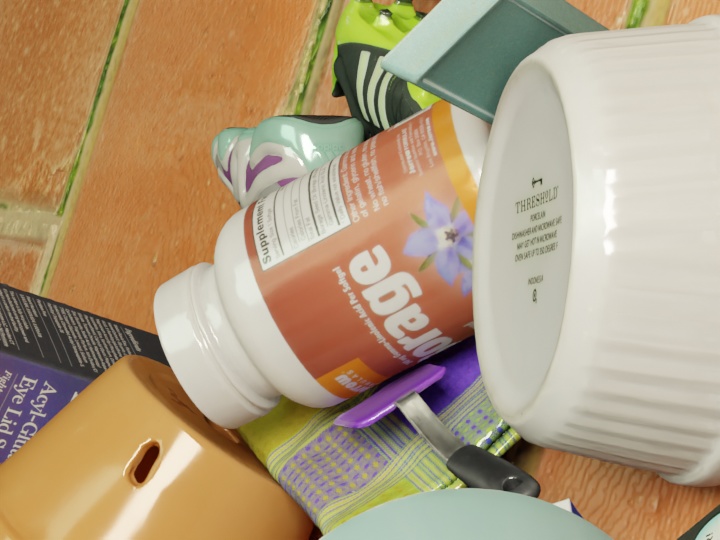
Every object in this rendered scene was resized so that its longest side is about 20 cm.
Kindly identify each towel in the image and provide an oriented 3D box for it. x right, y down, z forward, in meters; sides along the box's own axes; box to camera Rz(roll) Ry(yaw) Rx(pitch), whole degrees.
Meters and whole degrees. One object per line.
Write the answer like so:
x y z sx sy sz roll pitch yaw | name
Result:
0.011 0.065 1.080 0.143 0.023 0.200 -40 29 -3 | towel

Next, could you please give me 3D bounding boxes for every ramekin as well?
0.112 -0.010 0.888 0.202 0.094 0.204 -177 90 -78 | ramekin

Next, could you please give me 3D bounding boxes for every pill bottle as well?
0.000 0.000 1.047 0.199 0.112 0.113 -28 46 17 | pill bottle

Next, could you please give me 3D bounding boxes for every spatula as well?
0.039 0.077 0.963 0.056 0.021 0.200 -33 22 -11 | spatula

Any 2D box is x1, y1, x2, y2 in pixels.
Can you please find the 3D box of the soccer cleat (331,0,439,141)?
0.033 -0.090 1.170 0.200 0.067 0.081 -124 42 -56 | soccer cleat

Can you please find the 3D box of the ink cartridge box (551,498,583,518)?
0.018 0.167 0.920 0.199 0.094 0.044 -19 51 16 | ink cartridge box

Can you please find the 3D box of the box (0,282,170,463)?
-0.192 0.106 1.275 0.148 0.199 0.104 -62 30 16 | box

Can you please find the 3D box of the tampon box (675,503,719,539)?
0.224 0.110 0.674 0.200 0.126 0.150 -48 37 34 | tampon box

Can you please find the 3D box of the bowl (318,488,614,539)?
0.049 0.189 0.791 0.105 0.200 0.202 -173 101 -81 | bowl

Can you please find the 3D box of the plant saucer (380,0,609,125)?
0.084 -0.088 0.955 0.070 0.200 0.019 -44 62 16 | plant saucer

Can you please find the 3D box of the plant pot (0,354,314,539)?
-0.113 0.142 1.149 0.140 0.200 0.200 -54 33 5 | plant pot

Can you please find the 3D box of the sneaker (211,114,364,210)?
-0.047 -0.015 1.227 0.200 0.077 0.141 177 94 -81 | sneaker
